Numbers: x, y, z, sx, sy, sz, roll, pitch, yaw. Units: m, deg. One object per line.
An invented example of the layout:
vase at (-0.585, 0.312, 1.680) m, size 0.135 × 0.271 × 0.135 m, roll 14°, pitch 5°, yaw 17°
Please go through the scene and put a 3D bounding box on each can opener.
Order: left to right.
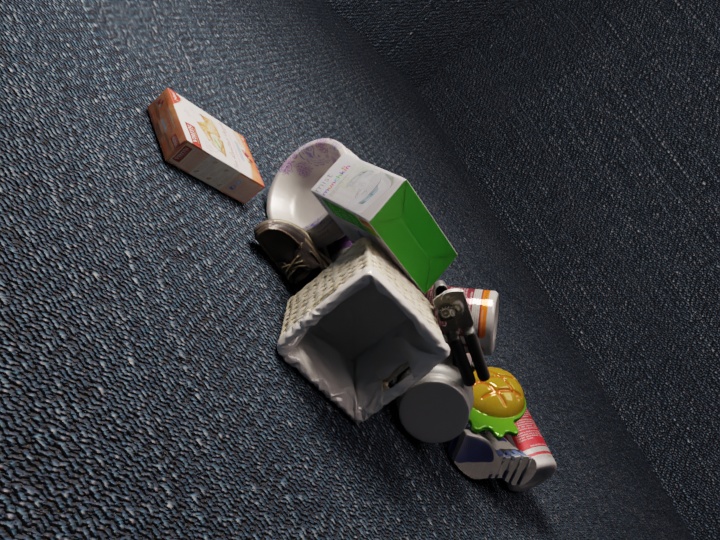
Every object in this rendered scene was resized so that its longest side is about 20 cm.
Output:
can opener at (0.166, 0.102, 1.382) m, size 0.067 × 0.053 × 0.201 m, roll -104°, pitch 173°, yaw -56°

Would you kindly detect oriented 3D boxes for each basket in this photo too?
basket at (0.001, 0.089, 1.315) m, size 0.200 × 0.198 × 0.161 m, roll 45°, pitch 16°, yaw -22°

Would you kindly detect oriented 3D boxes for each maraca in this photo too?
maraca at (0.255, 0.260, 1.616) m, size 0.136 × 0.108 × 0.200 m, roll 13°, pitch 28°, yaw 8°

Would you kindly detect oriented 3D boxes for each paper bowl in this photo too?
paper bowl at (-0.070, -0.133, 1.534) m, size 0.104 × 0.200 × 0.201 m, roll 34°, pitch 26°, yaw -43°

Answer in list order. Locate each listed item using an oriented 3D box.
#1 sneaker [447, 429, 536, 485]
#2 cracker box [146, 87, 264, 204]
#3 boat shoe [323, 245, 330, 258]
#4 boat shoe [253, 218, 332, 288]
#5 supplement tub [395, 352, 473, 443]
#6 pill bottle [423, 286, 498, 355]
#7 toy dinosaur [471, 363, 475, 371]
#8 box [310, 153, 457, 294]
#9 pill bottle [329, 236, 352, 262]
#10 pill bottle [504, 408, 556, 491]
sneaker at (0.237, 0.350, 1.616) m, size 0.199 × 0.081 × 0.115 m, roll 24°, pitch 7°, yaw -30°
cracker box at (-0.265, -0.212, 1.434) m, size 0.200 × 0.058 × 0.134 m, roll 27°, pitch 30°, yaw -52°
boat shoe at (-0.002, 0.010, 1.658) m, size 0.200 × 0.068 × 0.072 m, roll 55°, pitch 19°, yaw 12°
boat shoe at (-0.103, -0.016, 1.442) m, size 0.200 × 0.074 × 0.074 m, roll 38°, pitch 23°, yaw -36°
supplement tub at (0.135, 0.206, 1.509) m, size 0.140 × 0.140 × 0.200 m, roll 48°, pitch 19°, yaw -13°
pill bottle at (0.140, 0.083, 1.470) m, size 0.114 × 0.199 × 0.115 m, roll 6°, pitch 90°, yaw -77°
toy dinosaur at (0.158, 0.175, 1.700) m, size 0.136 × 0.102 × 0.200 m, roll 56°, pitch 16°, yaw 22°
box at (0.041, -0.082, 1.389) m, size 0.176 × 0.097 × 0.200 m, roll 30°, pitch -15°, yaw 47°
pill bottle at (0.000, 0.000, 1.562) m, size 0.111 × 0.111 × 0.201 m, roll 31°, pitch 46°, yaw -49°
pill bottle at (0.318, 0.349, 1.742) m, size 0.112 × 0.112 × 0.201 m, roll 30°, pitch 30°, yaw -50°
